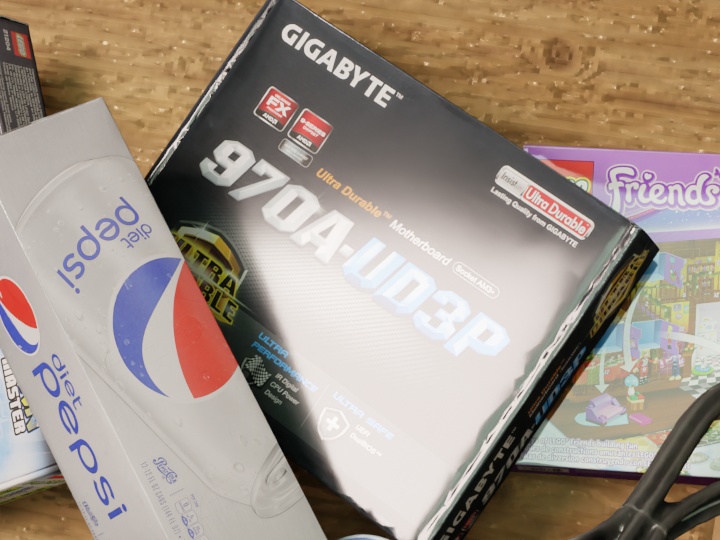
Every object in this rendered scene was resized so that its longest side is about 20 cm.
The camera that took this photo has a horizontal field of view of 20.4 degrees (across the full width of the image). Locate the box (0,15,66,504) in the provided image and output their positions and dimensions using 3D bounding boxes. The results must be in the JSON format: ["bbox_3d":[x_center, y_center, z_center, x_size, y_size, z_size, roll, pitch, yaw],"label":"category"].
[{"bbox_3d":[-0.176,0.001,0.869,0.109,0.035,0.202,-20,76,28],"label":"box"}]

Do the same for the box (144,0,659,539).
[{"bbox_3d":[0.000,0.000,0.839,0.199,0.046,0.160,36,91,23],"label":"box"}]

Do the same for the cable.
[{"bbox_3d":[0.096,0.115,0.777,0.097,0.050,0.201,33,63,1],"label":"cable"}]

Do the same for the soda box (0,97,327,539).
[{"bbox_3d":[-0.094,0.039,0.795,0.063,0.068,0.201,-24,84,-32],"label":"soda box"}]

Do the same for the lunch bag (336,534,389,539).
[{"bbox_3d":[0.009,0.217,0.801,0.160,0.082,0.201,-36,76,-1],"label":"lunch bag"}]

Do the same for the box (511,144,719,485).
[{"bbox_3d":[0.162,0.022,0.843,0.198,0.039,0.138,4,80,8],"label":"box"}]
